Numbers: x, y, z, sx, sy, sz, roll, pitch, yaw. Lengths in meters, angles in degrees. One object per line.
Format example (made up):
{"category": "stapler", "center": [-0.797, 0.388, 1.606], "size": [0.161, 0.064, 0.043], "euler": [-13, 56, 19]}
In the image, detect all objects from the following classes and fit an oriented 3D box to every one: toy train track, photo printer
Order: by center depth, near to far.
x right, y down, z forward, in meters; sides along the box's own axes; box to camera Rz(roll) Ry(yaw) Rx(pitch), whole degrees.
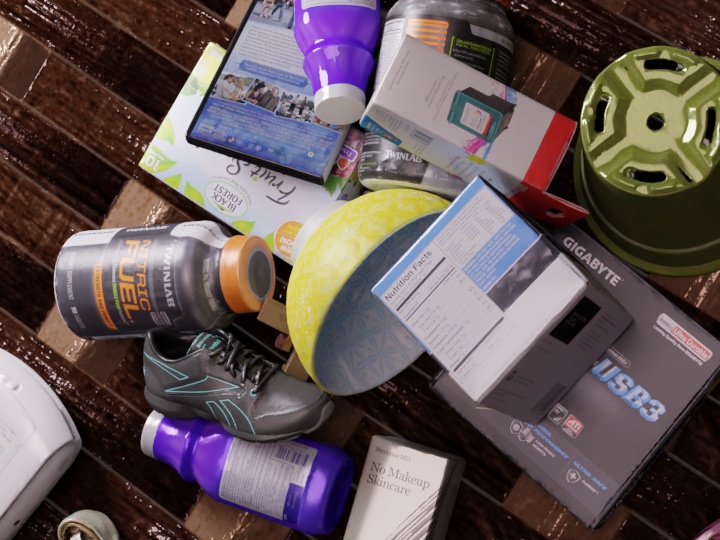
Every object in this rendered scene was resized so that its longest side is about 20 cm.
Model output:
{"category": "toy train track", "center": [-0.029, 0.020, 1.514], "size": [0.114, 0.032, 0.201], "euler": [27, 83, -19]}
{"category": "photo printer", "center": [-0.381, 0.183, 1.595], "size": [0.166, 0.069, 0.200], "euler": [40, 95, 19]}

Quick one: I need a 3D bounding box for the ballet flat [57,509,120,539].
{"category": "ballet flat", "center": [-0.236, 0.322, 1.532], "size": [0.067, 0.062, 0.201], "euler": [-34, 74, 11]}

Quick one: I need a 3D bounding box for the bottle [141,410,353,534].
{"category": "bottle", "center": [-0.108, 0.179, 1.499], "size": [0.198, 0.065, 0.084], "euler": [16, 86, 20]}

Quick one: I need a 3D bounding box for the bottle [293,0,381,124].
{"category": "bottle", "center": [-0.021, -0.231, 1.492], "size": [0.083, 0.065, 0.202], "euler": [-1, 62, -4]}

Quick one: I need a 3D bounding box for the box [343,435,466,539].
{"category": "box", "center": [0.027, 0.255, 1.450], "size": [0.081, 0.068, 0.202], "euler": [13, 87, 19]}

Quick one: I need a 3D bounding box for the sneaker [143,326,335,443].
{"category": "sneaker", "center": [-0.117, 0.101, 1.455], "size": [0.198, 0.075, 0.080], "euler": [8, 122, 26]}

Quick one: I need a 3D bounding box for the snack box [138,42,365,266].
{"category": "snack box", "center": [-0.095, -0.108, 1.549], "size": [0.199, 0.053, 0.143], "euler": [32, 94, 20]}

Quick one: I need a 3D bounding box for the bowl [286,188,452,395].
{"category": "bowl", "center": [0.000, 0.000, 1.436], "size": [0.108, 0.200, 0.201], "euler": [41, 96, 30]}

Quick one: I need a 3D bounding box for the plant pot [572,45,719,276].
{"category": "plant pot", "center": [0.261, -0.105, 1.358], "size": [0.198, 0.190, 0.202], "euler": [-2, 83, 18]}

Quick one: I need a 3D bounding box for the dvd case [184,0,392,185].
{"category": "dvd case", "center": [-0.063, -0.184, 1.519], "size": [0.141, 0.018, 0.201], "euler": [17, 66, 14]}

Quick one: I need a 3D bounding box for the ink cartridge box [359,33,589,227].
{"category": "ink cartridge box", "center": [0.105, -0.113, 1.344], "size": [0.199, 0.116, 0.068], "euler": [27, 84, -3]}

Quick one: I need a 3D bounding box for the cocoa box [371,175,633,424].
{"category": "cocoa box", "center": [0.121, 0.028, 1.331], "size": [0.133, 0.200, 0.131], "euler": [-47, 69, 6]}

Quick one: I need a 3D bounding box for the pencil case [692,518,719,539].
{"category": "pencil case", "center": [0.346, 0.292, 1.334], "size": [0.201, 0.086, 0.083], "euler": [53, 132, 17]}

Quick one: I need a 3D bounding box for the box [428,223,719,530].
{"category": "box", "center": [0.196, 0.090, 1.429], "size": [0.200, 0.050, 0.199], "euler": [41, 97, 18]}

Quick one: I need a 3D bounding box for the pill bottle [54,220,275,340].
{"category": "pill bottle", "center": [-0.181, 0.009, 1.522], "size": [0.198, 0.106, 0.107], "euler": [-4, 81, 25]}

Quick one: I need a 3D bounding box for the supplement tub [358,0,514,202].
{"category": "supplement tub", "center": [0.072, -0.166, 1.465], "size": [0.121, 0.122, 0.202], "euler": [10, 85, 19]}
